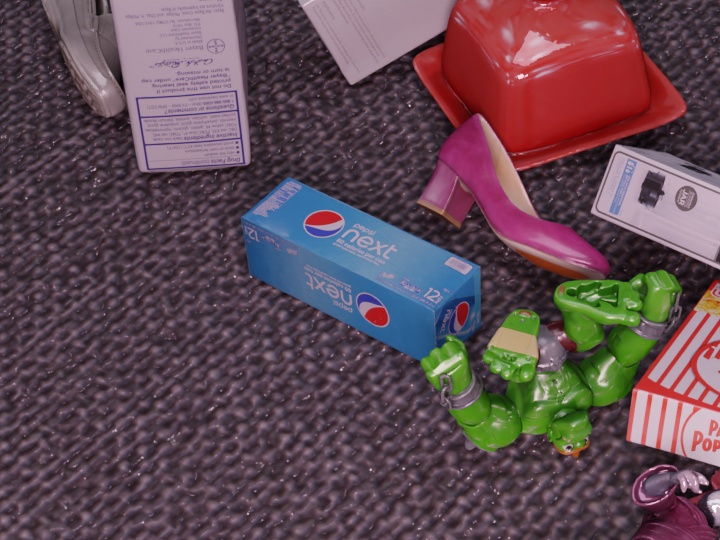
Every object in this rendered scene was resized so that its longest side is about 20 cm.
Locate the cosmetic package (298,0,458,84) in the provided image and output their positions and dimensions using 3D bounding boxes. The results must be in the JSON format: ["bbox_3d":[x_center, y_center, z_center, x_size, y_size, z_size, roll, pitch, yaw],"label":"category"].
[{"bbox_3d":[0.043,-0.275,1.788,0.200,0.113,0.081,-30,42,3],"label":"cosmetic package"}]

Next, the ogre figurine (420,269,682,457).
[{"bbox_3d":[0.144,0.072,1.451,0.200,0.120,0.098,-36,55,-26],"label":"ogre figurine"}]

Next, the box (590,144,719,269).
[{"bbox_3d":[0.299,-0.035,1.549,0.200,0.060,0.117,25,12,28],"label":"box"}]

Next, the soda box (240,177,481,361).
[{"bbox_3d":[0.000,0.000,1.579,0.200,0.068,0.064,27,51,30],"label":"soda box"}]

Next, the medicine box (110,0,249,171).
[{"bbox_3d":[-0.156,-0.221,1.721,0.103,0.200,0.182,-4,43,-1],"label":"medicine box"}]

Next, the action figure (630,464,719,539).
[{"bbox_3d":[0.208,0.210,1.340,0.149,0.134,0.200,-28,9,43],"label":"action figure"}]

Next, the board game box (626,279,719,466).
[{"bbox_3d":[0.301,0.084,1.435,0.151,0.046,0.200,15,29,21],"label":"board game box"}]

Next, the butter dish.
[{"bbox_3d":[0.164,-0.206,1.721,0.199,0.148,0.200,-19,45,-12],"label":"butter dish"}]

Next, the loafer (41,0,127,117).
[{"bbox_3d":[-0.248,-0.215,1.832,0.070,0.070,0.200,-23,45,-5],"label":"loafer"}]

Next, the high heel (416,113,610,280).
[{"bbox_3d":[0.141,-0.061,1.613,0.200,0.067,0.096,27,85,43],"label":"high heel"}]
